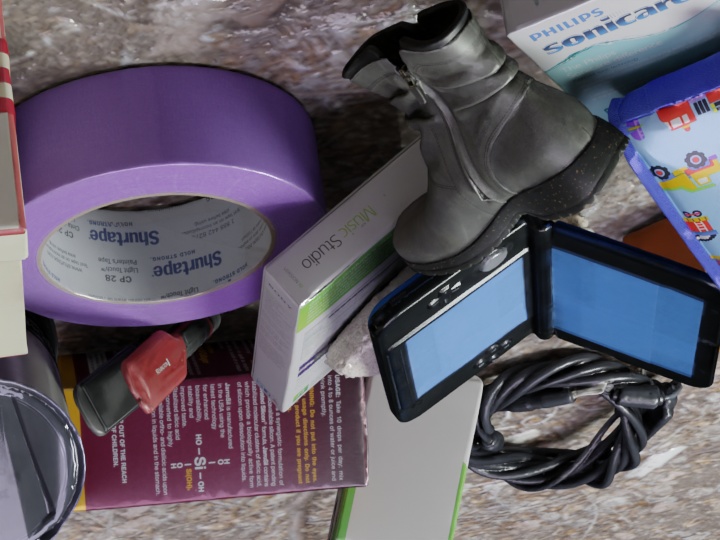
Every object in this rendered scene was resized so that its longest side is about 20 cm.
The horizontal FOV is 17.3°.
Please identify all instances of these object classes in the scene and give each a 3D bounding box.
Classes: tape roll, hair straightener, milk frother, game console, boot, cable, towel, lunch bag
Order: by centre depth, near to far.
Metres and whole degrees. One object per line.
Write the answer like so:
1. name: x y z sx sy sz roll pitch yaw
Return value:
1. lunch bag: 0.231 -0.062 1.231 0.150 0.094 0.200 -20 144 24
2. boot: 0.042 -0.074 1.235 0.131 0.068 0.200 39 152 -13
3. tape roll: -0.121 -0.039 1.371 0.199 0.066 0.200 -7 155 -4
4. game console: 0.110 0.048 1.388 0.170 0.118 0.200 -36 161 -8
5. milk frother: -0.278 0.098 1.404 0.180 0.188 0.200 33 100 -21
6. hair straightener: -0.140 0.055 1.465 0.077 0.041 0.200 -26 -168 18
7. towel: 0.068 0.014 1.469 0.133 0.035 0.200 -48 161 22
8. cable: 0.143 0.124 1.801 0.163 0.051 0.200 4 152 -24

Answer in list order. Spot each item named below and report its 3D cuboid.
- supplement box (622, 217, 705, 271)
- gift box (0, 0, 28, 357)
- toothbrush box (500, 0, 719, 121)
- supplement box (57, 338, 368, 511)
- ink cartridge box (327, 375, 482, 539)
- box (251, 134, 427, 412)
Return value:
1. supplement box: 0.264 0.017 1.605 0.066 0.069 0.200 -27 151 37
2. gift box: -0.264 -0.047 1.174 0.199 0.185 0.187 -10 157 -12
3. toothbrush box: 0.173 -0.142 1.230 0.146 0.086 0.200 -21 152 23
4. supplement box: -0.101 0.100 1.584 0.199 0.086 0.110 -4 -170 -8
5. ink cartridge box: 0.024 0.169 1.718 0.084 0.146 0.200 13 155 -1
6. box: 0.000 0.000 1.417 0.144 0.036 0.200 -40 169 -18
